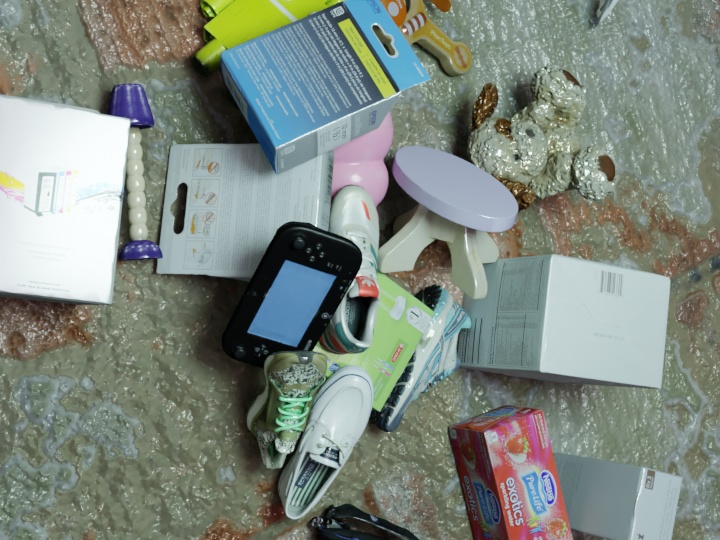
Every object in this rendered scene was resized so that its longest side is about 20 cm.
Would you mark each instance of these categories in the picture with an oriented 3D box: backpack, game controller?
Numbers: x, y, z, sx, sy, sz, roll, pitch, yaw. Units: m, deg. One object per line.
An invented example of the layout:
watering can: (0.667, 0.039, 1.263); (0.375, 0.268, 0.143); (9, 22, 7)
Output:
backpack: (0.045, 0.389, 1.371); (0.189, 0.199, 0.155); (19, 85, -31)
game controller: (-0.077, 0.033, 1.260); (0.104, 0.042, 0.201); (23, 122, -12)

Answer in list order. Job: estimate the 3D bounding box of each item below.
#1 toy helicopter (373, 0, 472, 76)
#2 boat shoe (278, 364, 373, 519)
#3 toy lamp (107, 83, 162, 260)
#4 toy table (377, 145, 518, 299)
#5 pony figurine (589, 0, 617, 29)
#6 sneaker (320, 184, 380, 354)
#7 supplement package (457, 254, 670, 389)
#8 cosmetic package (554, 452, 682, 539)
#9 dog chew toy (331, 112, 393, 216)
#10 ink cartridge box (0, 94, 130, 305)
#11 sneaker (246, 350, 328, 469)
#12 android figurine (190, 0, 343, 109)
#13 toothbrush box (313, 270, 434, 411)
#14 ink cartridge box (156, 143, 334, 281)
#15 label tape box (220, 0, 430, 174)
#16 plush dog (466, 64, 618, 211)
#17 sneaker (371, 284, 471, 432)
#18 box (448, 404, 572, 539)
toy helicopter: (0.077, -0.329, 1.482); (0.199, 0.079, 0.133); (33, 65, -32)
boat shoe: (-0.037, 0.211, 1.348); (0.073, 0.067, 0.201); (19, 110, -14)
toy lamp: (-0.262, -0.113, 1.305); (0.058, 0.058, 0.202); (-4, 89, -26)
toy table: (0.106, -0.060, 1.398); (0.182, 0.200, 0.118); (1, 118, -23)
pony figurine: (0.373, -0.455, 1.573); (0.200, 0.193, 0.167); (44, 67, 2)
sneaker: (0.000, 0.000, 1.311); (0.070, 0.093, 0.202); (7, 88, -24)
supplement package: (0.260, 0.068, 1.474); (0.190, 0.200, 0.149); (10, 83, -26)
cosmetic package: (0.329, 0.304, 1.497); (0.074, 0.200, 0.103); (17, 82, -24)
dog chew toy: (-0.019, -0.123, 1.394); (0.124, 0.124, 0.202); (-6, 99, -26)
ink cartridge box: (-0.342, -0.070, 1.214); (0.143, 0.147, 0.202); (7, 85, -25)
sneaker: (-0.079, 0.163, 1.301); (0.076, 0.201, 0.089); (1, 53, -17)
android figurine: (-0.104, -0.286, 1.370); (0.182, 0.041, 0.200); (45, 71, 9)
toothbrush box: (-0.032, 0.059, 1.394); (0.199, 0.086, 0.146); (35, 75, -21)
ink cartridge box: (-0.134, -0.066, 1.329); (0.050, 0.198, 0.164); (28, 65, -68)
label tape box: (-0.041, -0.217, 1.292); (0.199, 0.066, 0.144); (-25, 68, -15)
plush dog: (0.214, -0.155, 1.483); (0.170, 0.161, 0.201); (-3, 64, -31)
sneaker: (0.086, 0.123, 1.456); (0.086, 0.077, 0.201); (34, 74, -24)
box: (0.200, 0.289, 1.493); (0.099, 0.095, 0.202); (-15, 95, -26)
